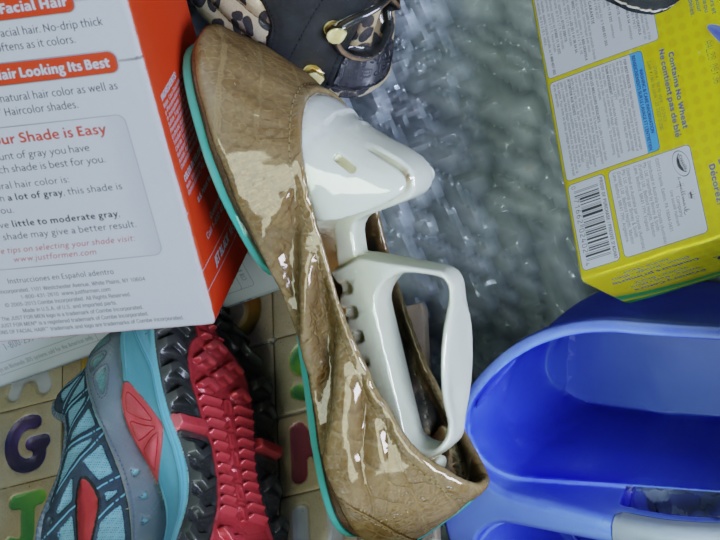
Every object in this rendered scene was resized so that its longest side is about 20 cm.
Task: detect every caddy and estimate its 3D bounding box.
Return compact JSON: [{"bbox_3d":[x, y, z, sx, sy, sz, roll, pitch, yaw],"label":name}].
[{"bbox_3d":[0.130,0.081,1.067,0.199,0.105,0.142,2,107,20],"label":"caddy"}]

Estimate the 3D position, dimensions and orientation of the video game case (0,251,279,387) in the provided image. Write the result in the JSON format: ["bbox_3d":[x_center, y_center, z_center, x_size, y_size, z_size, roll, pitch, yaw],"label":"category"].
[{"bbox_3d":[-0.150,-0.046,1.139,0.199,0.046,0.182,-19,116,22],"label":"video game case"}]

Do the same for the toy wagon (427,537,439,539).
[{"bbox_3d":[0.057,0.180,1.054,0.155,0.040,0.200,24,145,34],"label":"toy wagon"}]

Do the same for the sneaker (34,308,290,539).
[{"bbox_3d":[-0.076,0.112,1.095,0.095,0.201,0.079,-30,139,33],"label":"sneaker"}]

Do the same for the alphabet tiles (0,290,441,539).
[{"bbox_3d":[-0.060,0.081,1.137,0.199,0.008,0.168,-16,61,25],"label":"alphabet tiles"}]

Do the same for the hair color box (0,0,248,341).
[{"bbox_3d":[-0.119,-0.076,1.051,0.110,0.064,0.201,-4,121,16],"label":"hair color box"}]

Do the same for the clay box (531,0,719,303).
[{"bbox_3d":[0.164,-0.072,1.013,0.199,0.048,0.115,-17,70,24],"label":"clay box"}]

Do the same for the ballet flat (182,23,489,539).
[{"bbox_3d":[0.000,0.000,1.045,0.072,0.068,0.201,-16,92,29],"label":"ballet flat"}]

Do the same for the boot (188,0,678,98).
[{"bbox_3d":[0.021,-0.122,1.040,0.200,0.073,0.151,34,136,9],"label":"boot"}]
